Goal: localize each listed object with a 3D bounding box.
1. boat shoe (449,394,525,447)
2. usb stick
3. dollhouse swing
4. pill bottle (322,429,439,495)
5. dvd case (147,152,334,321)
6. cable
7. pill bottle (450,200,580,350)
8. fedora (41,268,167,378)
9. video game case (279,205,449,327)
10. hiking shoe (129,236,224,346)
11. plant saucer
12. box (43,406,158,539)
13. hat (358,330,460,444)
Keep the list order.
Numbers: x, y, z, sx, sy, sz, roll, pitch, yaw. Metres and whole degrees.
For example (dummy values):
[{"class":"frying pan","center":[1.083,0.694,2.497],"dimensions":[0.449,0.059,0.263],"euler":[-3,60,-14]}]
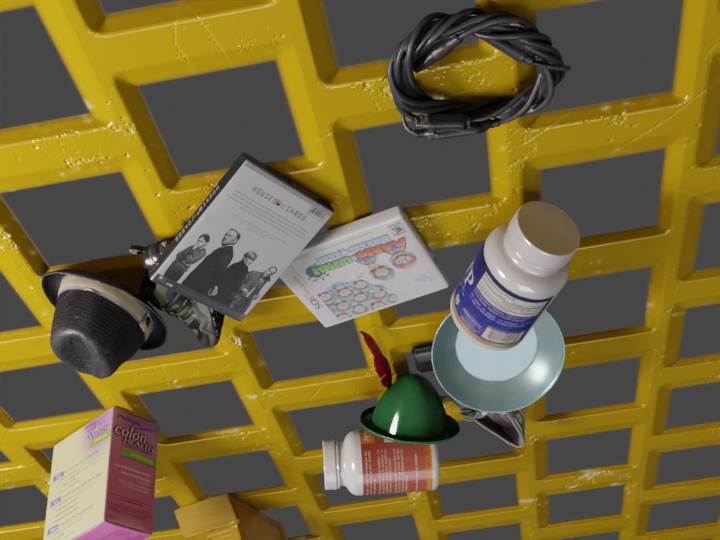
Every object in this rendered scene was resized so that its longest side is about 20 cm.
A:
[{"class":"boat shoe","center":[0.218,0.236,1.679],"dimensions":[0.074,0.065,0.202],"euler":[-26,138,25]},{"class":"usb stick","center":[0.177,0.119,1.548],"dimensions":[0.198,0.033,0.056],"euler":[-12,135,9]},{"class":"dollhouse swing","center":[-0.243,0.562,1.958],"dimensions":[0.180,0.177,0.200],"euler":[-22,141,20]},{"class":"pill bottle","center":[0.034,0.332,1.743],"dimensions":[0.198,0.113,0.113],"euler":[-3,143,-3]},{"class":"dvd case","center":[-0.149,-0.036,1.254],"dimensions":[0.150,0.025,0.200],"euler":[29,110,-37]},{"class":"cable","center":[0.129,-0.219,1.092],"dimensions":[0.198,0.051,0.164],"euler":[-7,138,6]},{"class":"pill bottle","center":[0.207,0.006,1.329],"dimensions":[0.118,0.121,0.201],"euler":[7,141,-17]},{"class":"fedora","center":[-0.356,0.084,1.336],"dimensions":[0.198,0.092,0.201],"euler":[15,150,9]},{"class":"video game case","center":[0.000,0.000,1.374],"dimensions":[0.198,0.024,0.182],"euler":[-19,141,17]},{"class":"hiking shoe","center":[-0.243,0.027,1.351],"dimensions":[0.099,0.076,0.201],"euler":[-2,135,9]},{"class":"plant saucer","center":[0.205,0.118,1.504],"dimensions":[0.198,0.039,0.203],"euler":[1,115,2]},{"class":"box","center":[-0.426,0.359,1.644],"dimensions":[0.175,0.202,0.096],"euler":[-33,136,31]},{"class":"hat","center":[0.084,0.168,1.593],"dimensions":[0.164,0.200,0.178],"euler":[6,101,7]}]
